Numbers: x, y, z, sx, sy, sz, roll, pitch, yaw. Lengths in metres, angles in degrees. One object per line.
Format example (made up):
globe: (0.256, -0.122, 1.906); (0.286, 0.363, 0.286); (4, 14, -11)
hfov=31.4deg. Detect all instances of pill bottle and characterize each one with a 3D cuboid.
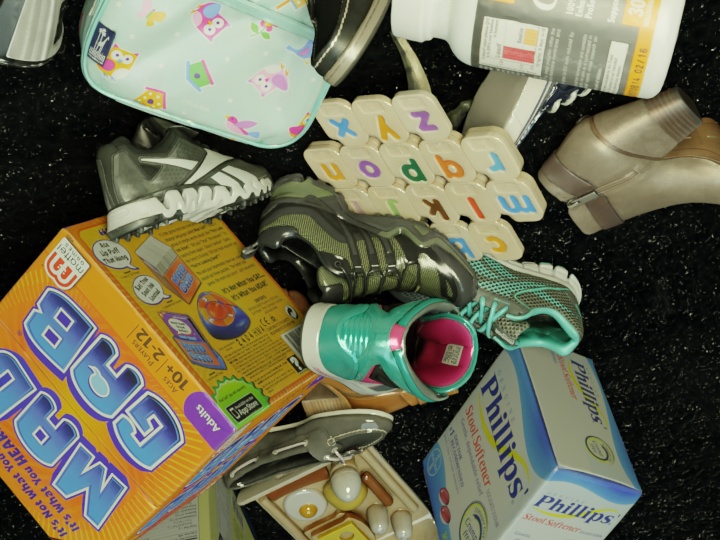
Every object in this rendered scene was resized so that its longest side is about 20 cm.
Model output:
pill bottle: (0.129, -0.198, 0.923); (0.199, 0.117, 0.117); (12, 129, 7)

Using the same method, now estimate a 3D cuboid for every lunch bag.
lunch bag: (-0.110, -0.190, 0.974); (0.199, 0.077, 0.161); (18, 124, -22)

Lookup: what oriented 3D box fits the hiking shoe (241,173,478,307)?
hiking shoe: (0.000, 0.000, 1.096); (0.199, 0.101, 0.076); (23, 150, 4)

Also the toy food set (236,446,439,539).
toy food set: (-0.019, 0.266, 1.367); (0.143, 0.061, 0.200); (-28, 127, 13)

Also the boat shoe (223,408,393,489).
boat shoe: (-0.053, 0.177, 1.249); (0.199, 0.057, 0.067); (-13, 154, 31)

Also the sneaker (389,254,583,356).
sneaker: (0.122, 0.029, 1.178); (0.199, 0.091, 0.078); (9, 126, -16)

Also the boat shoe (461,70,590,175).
boat shoe: (0.163, -0.155, 1.034); (0.092, 0.075, 0.200); (19, 112, -26)

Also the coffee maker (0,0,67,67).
coffee maker: (-0.267, -0.265, 0.875); (0.192, 0.135, 0.200); (32, 120, 2)

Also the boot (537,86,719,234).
boot: (0.258, -0.077, 1.138); (0.146, 0.070, 0.200); (-34, 125, 26)

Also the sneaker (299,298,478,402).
sneaker: (0.045, 0.067, 1.068); (0.120, 0.084, 0.200); (5, 174, 25)

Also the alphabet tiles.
alphabet tiles: (0.051, -0.076, 1.057); (0.199, 0.015, 0.196); (0, 140, 37)

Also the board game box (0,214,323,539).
board game box: (-0.179, 0.084, 1.055); (0.200, 0.200, 0.200); (49, 115, 7)

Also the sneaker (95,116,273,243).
sneaker: (-0.139, -0.082, 1.024); (0.066, 0.200, 0.091); (-20, 89, 32)

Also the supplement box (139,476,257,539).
supplement box: (-0.186, 0.299, 1.276); (0.134, 0.200, 0.201); (-14, 129, 3)

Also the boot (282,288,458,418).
boot: (0.008, 0.075, 1.199); (0.155, 0.077, 0.200); (-10, 135, 7)

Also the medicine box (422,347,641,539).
medicine box: (0.162, 0.203, 1.265); (0.103, 0.183, 0.200); (17, 124, -21)

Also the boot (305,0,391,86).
boot: (-0.051, -0.229, 0.884); (0.150, 0.201, 0.073); (26, 141, -20)

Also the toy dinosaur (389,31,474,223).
toy dinosaur: (0.070, -0.109, 1.091); (0.088, 0.048, 0.201); (-1, 126, 1)
